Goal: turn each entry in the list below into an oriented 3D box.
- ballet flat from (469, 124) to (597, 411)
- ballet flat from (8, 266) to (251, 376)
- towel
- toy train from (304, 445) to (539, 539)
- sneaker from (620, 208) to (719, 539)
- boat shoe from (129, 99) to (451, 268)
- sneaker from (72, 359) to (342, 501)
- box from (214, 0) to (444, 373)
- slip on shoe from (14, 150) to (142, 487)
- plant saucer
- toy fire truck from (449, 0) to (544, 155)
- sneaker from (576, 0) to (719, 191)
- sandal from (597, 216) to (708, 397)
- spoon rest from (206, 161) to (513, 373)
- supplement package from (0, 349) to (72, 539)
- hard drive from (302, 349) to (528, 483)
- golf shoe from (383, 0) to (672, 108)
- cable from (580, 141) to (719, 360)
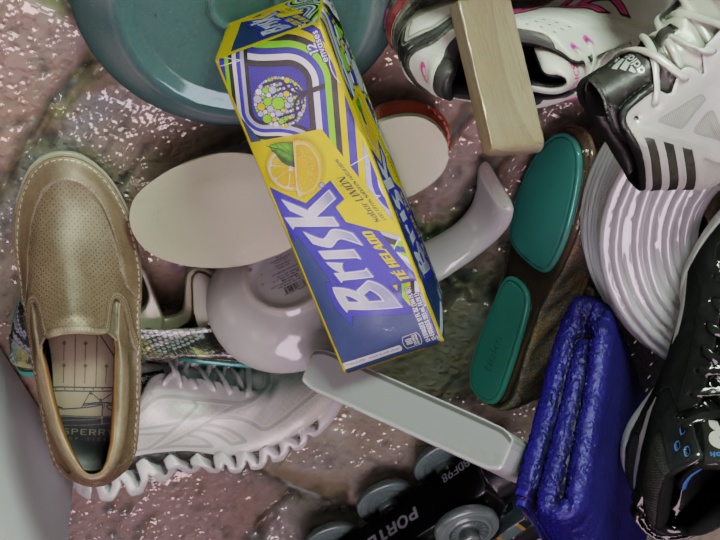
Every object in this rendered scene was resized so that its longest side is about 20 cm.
[{"bbox_3d":[0.125,-0.002,1.167,0.067,0.068,0.201,-1,124,-32],"label":"ballet flat"},{"bbox_3d":[-0.122,0.030,1.160,0.198,0.072,0.073,-1,127,-8],"label":"ballet flat"},{"bbox_3d":[0.142,0.123,1.133,0.049,0.149,0.200,2,151,20],"label":"towel"},{"bbox_3d":[0.046,0.200,1.303,0.199,0.086,0.114,-38,135,18],"label":"toy train"},{"bbox_3d":[0.207,0.062,1.016,0.072,0.112,0.202,15,112,-6],"label":"sneaker"},{"bbox_3d":[-0.041,-0.056,1.103,0.198,0.063,0.072,-18,110,6],"label":"boat shoe"},{"bbox_3d":[-0.105,0.089,1.204,0.198,0.075,0.082,-16,119,4],"label":"sneaker"},{"bbox_3d":[-0.014,-0.049,1.033,0.064,0.070,0.201,-18,112,10],"label":"box"},{"bbox_3d":[-0.168,0.029,1.095,0.075,0.061,0.202,-2,92,-4],"label":"slip on shoe"},{"bbox_3d":[-0.067,-0.158,1.039,0.198,0.036,0.201,-3,128,-4],"label":"plant saucer"},{"bbox_3d":[0.116,-0.174,0.976,0.174,0.129,0.202,5,119,-12],"label":"toy fire truck"},{"bbox_3d":[0.176,-0.120,0.931,0.114,0.076,0.202,-15,131,-26],"label":"sneaker"},{"bbox_3d":[0.179,0.036,1.214,0.074,0.045,0.202,0,122,-23],"label":"sandal"},{"bbox_3d":[0.000,0.000,1.140,0.198,0.100,0.061,-23,149,-6],"label":"spoon rest"},{"bbox_3d":[-0.273,0.122,1.149,0.110,0.156,0.201,-17,127,9],"label":"supplement package"},{"bbox_3d":[0.052,0.099,1.143,0.131,0.200,0.026,23,85,19],"label":"hard drive"},{"bbox_3d":[0.116,-0.121,1.050,0.198,0.092,0.073,-5,128,-15],"label":"golf shoe"},{"bbox_3d":[0.232,-0.026,1.078,0.199,0.069,0.200,-35,107,12],"label":"cable"}]
